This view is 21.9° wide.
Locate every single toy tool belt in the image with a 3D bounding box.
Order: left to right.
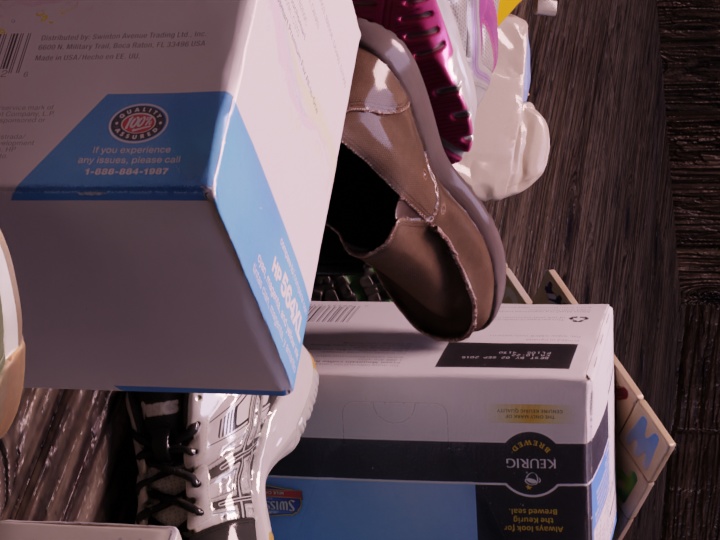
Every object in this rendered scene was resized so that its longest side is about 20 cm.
[{"bbox_3d":[0.072,-0.145,1.361,0.123,0.124,0.201,-177,-89,-73],"label":"toy tool belt"}]

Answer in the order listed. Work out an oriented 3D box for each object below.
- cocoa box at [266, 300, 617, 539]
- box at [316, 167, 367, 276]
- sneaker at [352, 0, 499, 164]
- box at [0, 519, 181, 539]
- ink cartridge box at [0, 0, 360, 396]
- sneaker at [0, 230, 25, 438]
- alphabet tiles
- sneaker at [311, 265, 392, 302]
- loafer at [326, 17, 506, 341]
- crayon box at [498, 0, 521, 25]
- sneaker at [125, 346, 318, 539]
[{"bbox_3d":[0.034,0.097,0.996,0.133,0.199,0.132,-50,138,-70],"label":"cocoa box"},{"bbox_3d":[-0.055,-0.097,0.886,0.193,0.047,0.201,3,88,-65],"label":"box"},{"bbox_3d":[0.022,-0.154,0.913,0.088,0.081,0.201,-61,149,-45],"label":"sneaker"},{"bbox_3d":[-0.096,0.198,0.738,0.095,0.077,0.201,-72,157,-48],"label":"box"},{"bbox_3d":[-0.080,-0.071,0.698,0.125,0.128,0.201,71,24,-52],"label":"ink cartridge box"},{"bbox_3d":[-0.157,-0.024,0.546,0.090,0.067,0.201,-40,129,-61],"label":"sneaker"},{"bbox_3d":[0.104,0.079,1.107,0.200,0.008,0.168,58,-34,33],"label":"alphabet tiles"},{"bbox_3d":[0.000,0.000,1.107,0.085,0.078,0.201,-2,91,-76],"label":"sneaker"},{"bbox_3d":[0.009,-0.029,0.904,0.071,0.073,0.200,-56,136,-29],"label":"loafer"},{"bbox_3d":[0.027,-0.213,1.113,0.051,0.127,0.200,-49,153,-14],"label":"crayon box"},{"bbox_3d":[-0.082,0.091,0.846,0.088,0.075,0.201,54,34,-38],"label":"sneaker"}]
